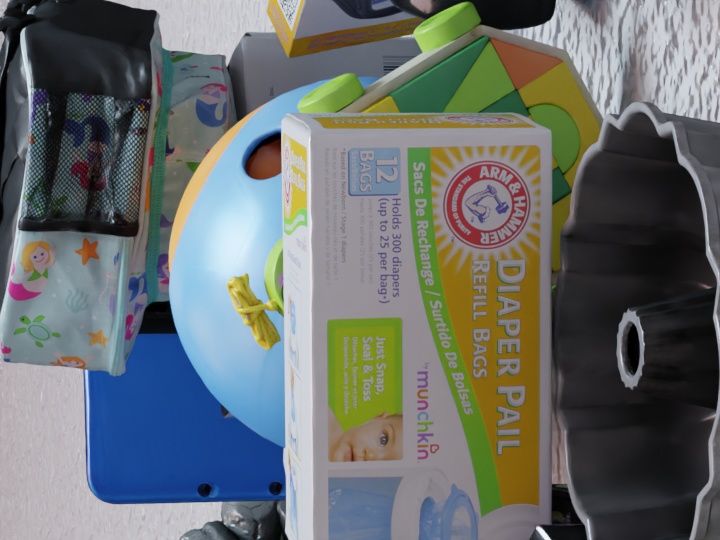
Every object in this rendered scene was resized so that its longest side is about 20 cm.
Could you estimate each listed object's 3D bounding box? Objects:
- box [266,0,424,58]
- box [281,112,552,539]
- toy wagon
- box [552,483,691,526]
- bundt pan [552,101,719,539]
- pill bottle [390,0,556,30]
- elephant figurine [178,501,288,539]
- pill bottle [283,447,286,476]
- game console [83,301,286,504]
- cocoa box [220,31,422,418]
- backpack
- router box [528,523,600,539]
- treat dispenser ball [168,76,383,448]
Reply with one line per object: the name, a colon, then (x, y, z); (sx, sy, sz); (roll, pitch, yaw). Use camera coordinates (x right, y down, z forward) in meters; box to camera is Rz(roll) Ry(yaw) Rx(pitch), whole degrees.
box: (0.025, -0.197, 1.498); (0.200, 0.119, 0.042); (111, 141, -56)
box: (0.024, 0.030, 1.251); (0.101, 0.112, 0.200); (-137, 46, -79)
toy wagon: (0.030, -0.026, 1.325); (0.155, 0.200, 0.040); (61, 164, -10)
box: (0.124, 0.201, 1.272); (0.160, 0.044, 0.200); (179, 91, -74)
bundt pan: (0.144, 0.033, 1.133); (0.202, 0.076, 0.202); (-179, 90, -76)
pill bottle: (0.066, -0.226, 1.371); (0.112, 0.112, 0.200); (-122, 35, -64)
elephant figurine: (-0.046, 0.240, 1.826); (0.141, 0.155, 0.200); (30, 145, 23)
pill bottle: (0.026, 0.171, 1.512); (0.114, 0.114, 0.200); (108, 157, -50)
game console: (-0.085, 0.059, 1.772); (0.171, 0.200, 0.119); (-123, 36, -65)
cocoa box: (-0.014, -0.023, 1.632); (0.131, 0.133, 0.200); (127, 141, -68)
backpack: (-0.145, -0.043, 1.562); (0.178, 0.150, 0.200); (-104, 26, -75)
router box: (0.110, 0.226, 1.164); (0.200, 0.051, 0.149); (54, 130, 41)
treat dispenser ball: (0.000, 0.000, 1.443); (0.201, 0.201, 0.201); (180, 90, -75)
